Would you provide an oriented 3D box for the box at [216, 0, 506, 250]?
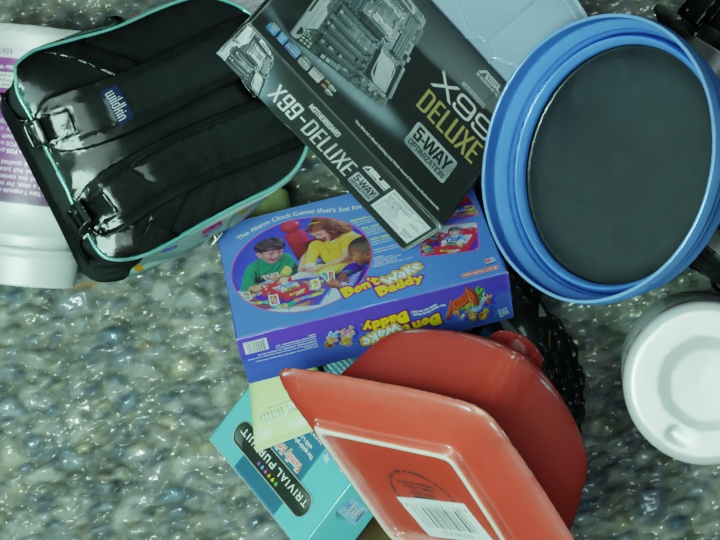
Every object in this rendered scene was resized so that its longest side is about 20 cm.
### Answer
[{"bbox_3d":[0.012,-0.138,1.317,0.200,0.158,0.050,46,138,-10],"label":"box"}]

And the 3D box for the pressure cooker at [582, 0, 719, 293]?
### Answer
[{"bbox_3d":[0.270,-0.106,1.331,0.178,0.176,0.200,41,96,23],"label":"pressure cooker"}]

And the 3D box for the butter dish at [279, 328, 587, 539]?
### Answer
[{"bbox_3d":[0.078,0.105,1.259,0.148,0.199,0.200,-53,129,-29],"label":"butter dish"}]

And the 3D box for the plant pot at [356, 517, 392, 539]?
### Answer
[{"bbox_3d":[0.074,0.181,1.388,0.200,0.093,0.202,-16,62,32],"label":"plant pot"}]

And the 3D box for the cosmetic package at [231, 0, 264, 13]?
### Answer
[{"bbox_3d":[-0.066,-0.202,1.418,0.101,0.071,0.201,-17,90,9],"label":"cosmetic package"}]

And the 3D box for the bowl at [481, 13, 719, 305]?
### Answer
[{"bbox_3d":[0.172,-0.075,1.254,0.200,0.039,0.202,-8,78,43],"label":"bowl"}]

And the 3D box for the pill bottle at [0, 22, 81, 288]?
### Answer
[{"bbox_3d":[-0.257,-0.090,1.427,0.111,0.112,0.202,7,93,7],"label":"pill bottle"}]

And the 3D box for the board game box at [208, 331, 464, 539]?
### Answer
[{"bbox_3d":[-0.011,0.101,1.396,0.200,0.047,0.151,-53,45,7],"label":"board game box"}]

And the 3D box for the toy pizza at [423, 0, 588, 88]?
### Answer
[{"bbox_3d":[0.094,-0.174,1.371,0.199,0.032,0.201,20,137,19],"label":"toy pizza"}]

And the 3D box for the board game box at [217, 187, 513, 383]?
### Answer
[{"bbox_3d":[0.000,0.000,1.334,0.198,0.135,0.045,-14,130,-2],"label":"board game box"}]

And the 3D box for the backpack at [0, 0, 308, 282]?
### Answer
[{"bbox_3d":[-0.144,-0.101,1.324,0.199,0.153,0.177,-28,87,-14],"label":"backpack"}]

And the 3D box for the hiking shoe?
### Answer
[{"bbox_3d":[0.116,0.062,1.419,0.086,0.074,0.201,-12,97,36],"label":"hiking shoe"}]

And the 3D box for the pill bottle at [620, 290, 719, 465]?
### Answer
[{"bbox_3d":[0.248,0.073,1.327,0.112,0.200,0.114,0,93,8],"label":"pill bottle"}]

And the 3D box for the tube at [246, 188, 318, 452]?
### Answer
[{"bbox_3d":[-0.067,0.034,1.407,0.051,0.058,0.202,-5,72,-11],"label":"tube"}]
